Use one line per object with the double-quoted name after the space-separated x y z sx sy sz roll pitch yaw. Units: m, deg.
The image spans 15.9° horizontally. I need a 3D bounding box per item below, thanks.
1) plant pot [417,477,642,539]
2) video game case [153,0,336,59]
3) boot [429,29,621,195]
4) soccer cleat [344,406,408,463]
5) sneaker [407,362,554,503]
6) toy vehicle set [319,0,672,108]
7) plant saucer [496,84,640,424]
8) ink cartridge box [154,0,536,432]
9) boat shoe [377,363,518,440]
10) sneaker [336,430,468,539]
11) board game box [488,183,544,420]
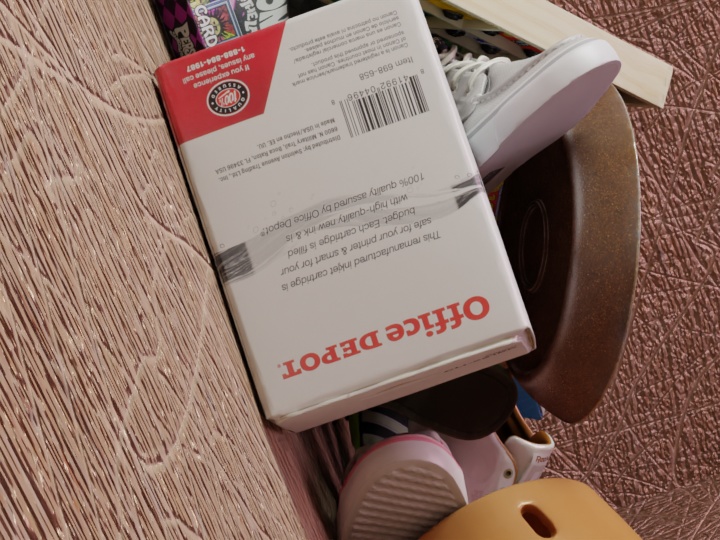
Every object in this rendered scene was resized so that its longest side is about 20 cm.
0.102 0.212 1.436 0.140 0.200 0.200 61 -2 32 "plant pot"
-0.037 -0.150 1.520 0.181 0.036 0.200 -25 99 -42 "video game case"
0.056 -0.097 1.432 0.073 0.200 0.096 -17 73 -45 "boot"
0.033 0.117 1.667 0.068 0.081 0.200 65 8 -52 "soccer cleat"
0.078 0.143 1.590 0.073 0.085 0.200 -14 100 -64 "sneaker"
0.071 -0.143 1.506 0.200 0.124 0.027 22 82 -37 "toy vehicle set"
0.113 -0.013 1.479 0.200 0.034 0.201 -177 -90 -76 "plant saucer"
-0.006 -0.030 1.353 0.084 0.144 0.200 51 20 -77 "ink cartridge box"
0.003 0.035 1.483 0.200 0.072 0.068 36 12 -38 "boat shoe"
0.020 0.124 1.485 0.200 0.075 0.105 79 -1 -57 "sneaker"
0.102 -0.027 1.692 0.196 0.056 0.200 66 34 -67 "board game box"
